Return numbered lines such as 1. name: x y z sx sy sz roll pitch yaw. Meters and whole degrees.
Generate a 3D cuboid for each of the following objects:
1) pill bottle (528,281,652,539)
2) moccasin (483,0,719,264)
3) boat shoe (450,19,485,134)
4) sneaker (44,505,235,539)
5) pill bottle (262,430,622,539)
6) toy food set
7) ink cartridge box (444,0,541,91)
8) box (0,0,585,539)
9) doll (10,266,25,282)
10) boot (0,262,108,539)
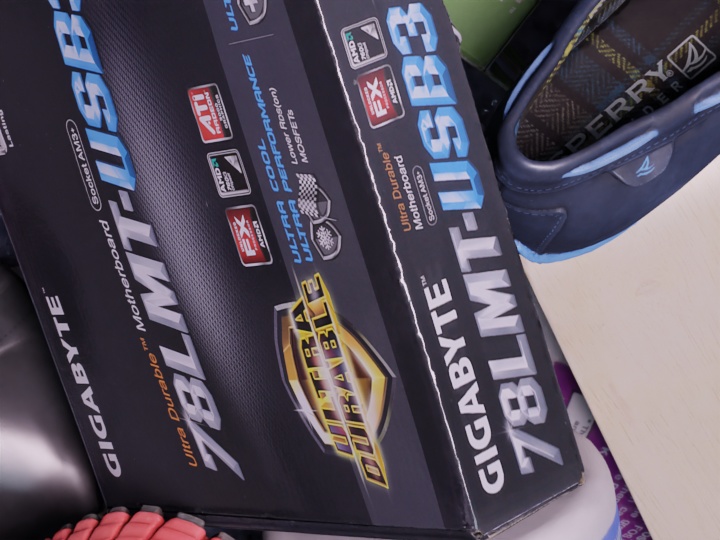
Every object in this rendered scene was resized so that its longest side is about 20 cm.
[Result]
1. pill bottle: 0.101 0.050 0.944 0.200 0.112 0.112 21 107 -26
2. moccasin: 0.113 -0.081 0.752 0.080 0.068 0.200 36 79 13
3. boat shoe: 0.003 -0.001 0.827 0.073 0.068 0.200 -6 141 -23
4. sneaker: -0.124 0.137 0.813 0.200 0.082 0.078 -22 130 30
5. pill bottle: 0.039 0.157 0.843 0.113 0.114 0.201 -15 113 -11
6. toy food set: 0.140 0.013 0.848 0.143 0.060 0.200 -24 120 6
7. ink cartridge box: 0.007 -0.127 0.831 0.200 0.104 0.059 33 102 -29
8. box: -0.039 -0.022 0.758 0.050 0.198 0.201 -25 103 -36
9. doll: -0.060 -0.003 0.901 0.136 0.048 0.200 -9 120 -5
10. boot: -0.150 0.088 0.883 0.150 0.073 0.200 32 95 -12
